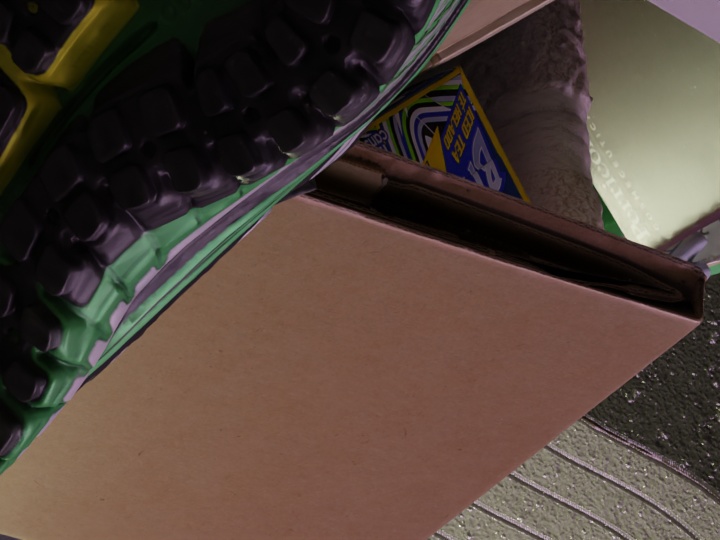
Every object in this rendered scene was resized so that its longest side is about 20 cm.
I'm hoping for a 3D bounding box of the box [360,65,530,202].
[{"bbox_3d":[-0.047,0.014,0.750,0.200,0.064,0.070,-24,-172,36],"label":"box"}]

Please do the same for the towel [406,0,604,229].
[{"bbox_3d":[0.000,0.000,0.823,0.034,0.133,0.200,23,136,-32],"label":"towel"}]

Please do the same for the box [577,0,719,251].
[{"bbox_3d":[0.123,-0.085,0.783,0.075,0.100,0.200,-29,175,-22],"label":"box"}]

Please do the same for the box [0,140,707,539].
[{"bbox_3d":[-0.035,0.027,0.662,0.163,0.021,0.200,17,145,-21],"label":"box"}]

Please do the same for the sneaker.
[{"bbox_3d":[-0.046,-0.019,0.480,0.200,0.078,0.085,-34,176,30],"label":"sneaker"}]

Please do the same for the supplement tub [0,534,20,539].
[{"bbox_3d":[-0.121,0.145,0.905,0.122,0.201,0.123,-2,-171,0],"label":"supplement tub"}]

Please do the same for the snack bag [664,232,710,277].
[{"bbox_3d":[0.029,0.056,0.943,0.188,0.021,0.200,-38,180,-9],"label":"snack bag"}]

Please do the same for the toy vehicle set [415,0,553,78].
[{"bbox_3d":[0.017,-0.076,0.614,0.124,0.027,0.200,-30,176,-12],"label":"toy vehicle set"}]

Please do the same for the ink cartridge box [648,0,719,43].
[{"bbox_3d":[0.143,-0.083,0.578,0.068,0.116,0.200,-64,-172,-32],"label":"ink cartridge box"}]

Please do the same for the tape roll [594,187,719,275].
[{"bbox_3d":[0.141,-0.041,0.999,0.200,0.048,0.200,-19,169,-4],"label":"tape roll"}]
